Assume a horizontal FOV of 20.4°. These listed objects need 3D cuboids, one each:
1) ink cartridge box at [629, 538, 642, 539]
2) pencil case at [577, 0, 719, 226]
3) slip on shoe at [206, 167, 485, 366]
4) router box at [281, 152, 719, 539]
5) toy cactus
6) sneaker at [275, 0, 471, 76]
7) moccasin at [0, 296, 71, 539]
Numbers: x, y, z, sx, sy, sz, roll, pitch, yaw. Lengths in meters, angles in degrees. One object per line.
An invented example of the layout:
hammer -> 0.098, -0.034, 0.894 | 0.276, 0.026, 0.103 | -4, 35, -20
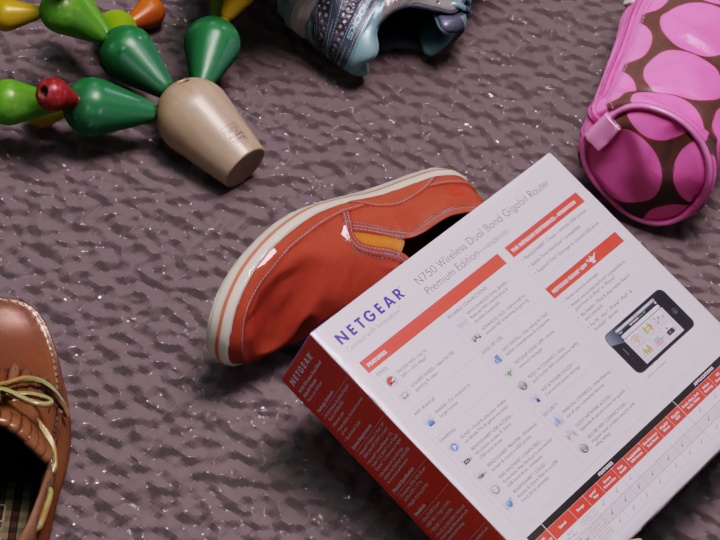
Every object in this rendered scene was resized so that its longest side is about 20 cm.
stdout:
ink cartridge box -> 0.113, 0.220, 0.875 | 0.200, 0.047, 0.198 | -11, 63, -18
pencil case -> 0.190, -0.120, 1.227 | 0.094, 0.091, 0.200 | 43, 40, -18
slip on shoe -> 0.000, 0.000, 1.080 | 0.200, 0.074, 0.061 | -24, 44, -36
router box -> 0.092, 0.057, 1.025 | 0.180, 0.049, 0.200 | 47, 53, 10
toy cactus -> -0.117, -0.122, 1.177 | 0.165, 0.102, 0.200 | 44, 43, 17
sneaker -> 0.047, -0.180, 1.280 | 0.200, 0.078, 0.086 | -29, 69, -24
moccasin -> -0.179, 0.088, 0.957 | 0.074, 0.078, 0.201 | 8, 45, -2
